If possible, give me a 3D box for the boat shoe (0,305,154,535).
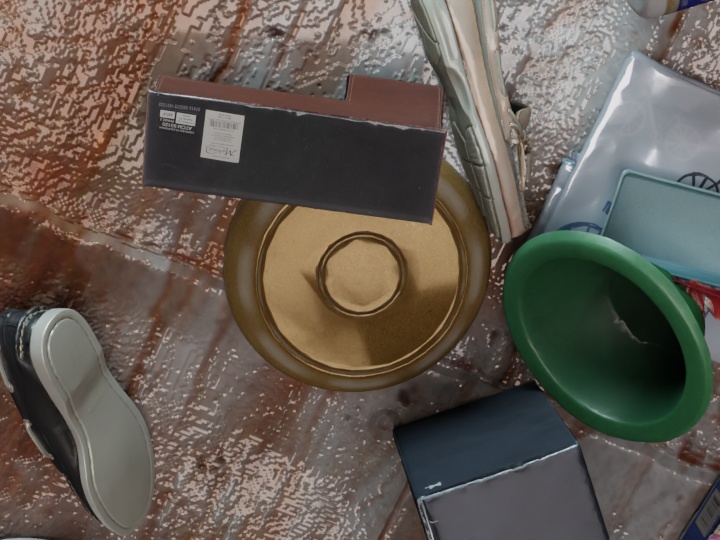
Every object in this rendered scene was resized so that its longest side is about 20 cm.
[{"bbox_3d":[-0.208,0.108,1.395,0.060,0.074,0.201,7,135,33],"label":"boat shoe"}]

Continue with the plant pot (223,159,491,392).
[{"bbox_3d":[0.000,0.000,1.401,0.198,0.028,0.202,-2,109,-7],"label":"plant pot"}]

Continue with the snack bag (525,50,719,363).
[{"bbox_3d":[0.229,-0.046,1.417,0.187,0.021,0.201,20,107,-15],"label":"snack bag"}]

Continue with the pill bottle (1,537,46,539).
[{"bbox_3d":[-0.255,0.312,1.436,0.110,0.112,0.202,8,108,-10],"label":"pill bottle"}]

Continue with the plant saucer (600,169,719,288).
[{"bbox_3d":[0.270,-0.021,1.412,0.198,0.019,0.070,13,108,-14],"label":"plant saucer"}]

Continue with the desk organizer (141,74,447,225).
[{"bbox_3d":[-0.043,-0.093,1.313,0.198,0.077,0.072,8,120,-1],"label":"desk organizer"}]

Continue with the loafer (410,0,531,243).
[{"bbox_3d":[0.093,-0.118,1.350,0.062,0.072,0.201,-22,109,-7],"label":"loafer"}]

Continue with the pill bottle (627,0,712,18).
[{"bbox_3d":[0.267,-0.252,1.294,0.198,0.120,0.121,-17,111,-1],"label":"pill bottle"}]

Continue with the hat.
[{"bbox_3d":[0.226,0.016,1.412,0.176,0.165,0.201,-41,104,-39],"label":"hat"}]

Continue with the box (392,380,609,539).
[{"bbox_3d":[0.113,0.208,1.381,0.123,0.200,0.198,-20,100,-1],"label":"box"}]

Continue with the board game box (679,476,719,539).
[{"bbox_3d":[0.323,0.290,1.540,0.198,0.043,0.201,24,106,-16],"label":"board game box"}]
